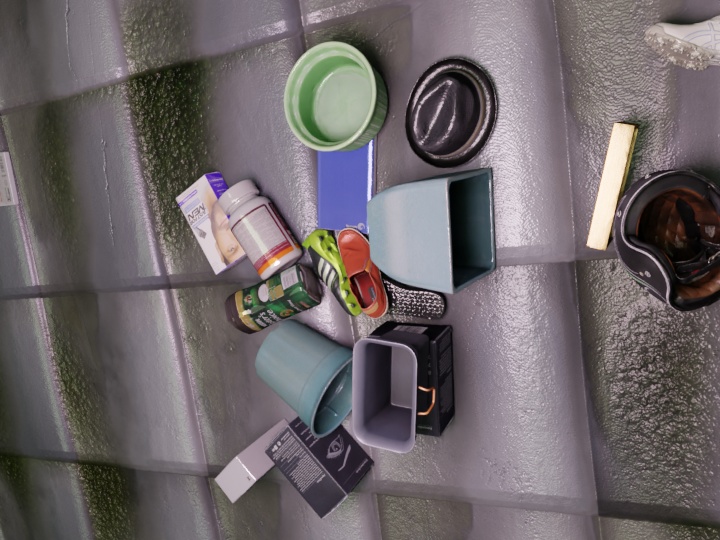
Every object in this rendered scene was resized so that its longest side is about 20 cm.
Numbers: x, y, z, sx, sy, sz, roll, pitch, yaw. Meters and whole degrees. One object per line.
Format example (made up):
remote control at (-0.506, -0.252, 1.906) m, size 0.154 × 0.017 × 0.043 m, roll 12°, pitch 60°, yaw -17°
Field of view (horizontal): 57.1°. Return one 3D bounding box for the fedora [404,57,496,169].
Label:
fedora at (0.153, -0.287, 1.216) m, size 0.197 × 0.091 × 0.205 m, roll 7°, pitch 106°, yaw 25°

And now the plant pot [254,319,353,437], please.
plant pot at (-0.111, 0.217, 1.426) m, size 0.194 × 0.199 × 0.204 m, roll 30°, pitch 114°, yaw 26°

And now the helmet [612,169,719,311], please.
helmet at (0.496, -0.056, 1.045) m, size 0.201 × 0.198 × 0.193 m, roll -48°, pitch 43°, yaw 27°

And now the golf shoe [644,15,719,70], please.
golf shoe at (0.548, -0.362, 1.026) m, size 0.197 × 0.078 × 0.099 m, roll 23°, pitch 95°, yaw 14°

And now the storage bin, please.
storage bin at (0.076, 0.207, 1.216) m, size 0.143 × 0.134 × 0.205 m, roll 6°, pitch 106°, yaw 25°

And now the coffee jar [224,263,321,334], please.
coffee jar at (-0.188, 0.064, 1.416) m, size 0.197 × 0.104 × 0.087 m, roll -24°, pitch 64°, yaw 16°

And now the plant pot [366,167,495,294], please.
plant pot at (0.122, -0.081, 1.234) m, size 0.197 × 0.195 × 0.201 m, roll 4°, pitch 105°, yaw 34°

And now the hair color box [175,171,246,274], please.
hair color box at (-0.328, -0.109, 1.519) m, size 0.108 × 0.065 × 0.203 m, roll -30°, pitch 89°, yaw 28°

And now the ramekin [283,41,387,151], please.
ramekin at (-0.042, -0.328, 1.286) m, size 0.196 × 0.097 × 0.205 m, roll 1°, pitch 92°, yaw 25°

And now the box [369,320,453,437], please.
box at (0.106, 0.218, 1.347) m, size 0.145 × 0.104 × 0.205 m, roll 3°, pitch 104°, yaw 25°

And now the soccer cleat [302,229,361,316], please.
soccer cleat at (-0.057, 0.008, 1.417) m, size 0.081 × 0.067 × 0.203 m, roll -28°, pitch 90°, yaw 48°

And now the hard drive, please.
hard drive at (-0.030, -0.184, 1.372) m, size 0.129 × 0.025 × 0.205 m, roll 7°, pitch 105°, yaw 25°

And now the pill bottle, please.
pill bottle at (-0.220, -0.089, 1.442) m, size 0.109 × 0.109 × 0.202 m, roll -36°, pitch 85°, yaw 28°

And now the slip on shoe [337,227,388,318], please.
slip on shoe at (0.000, 0.000, 1.330) m, size 0.073 × 0.061 × 0.203 m, roll -28°, pitch 67°, yaw 20°

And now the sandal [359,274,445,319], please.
sandal at (0.080, 0.056, 1.367) m, size 0.196 × 0.048 × 0.077 m, roll 15°, pitch 107°, yaw 12°

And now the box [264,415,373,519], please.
box at (-0.090, 0.417, 1.477) m, size 0.200 × 0.147 × 0.105 m, roll 48°, pitch 117°, yaw 9°

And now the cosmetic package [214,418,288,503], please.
cosmetic package at (-0.232, 0.433, 1.522) m, size 0.071 × 0.199 × 0.102 m, roll 47°, pitch 117°, yaw 8°

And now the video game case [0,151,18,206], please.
video game case at (-1.051, -0.254, 1.872) m, size 0.196 × 0.018 × 0.147 m, roll -1°, pitch 102°, yaw 26°

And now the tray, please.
tray at (0.424, -0.144, 1.112) m, size 0.036 × 0.098 × 0.205 m, roll 15°, pitch 109°, yaw 23°
